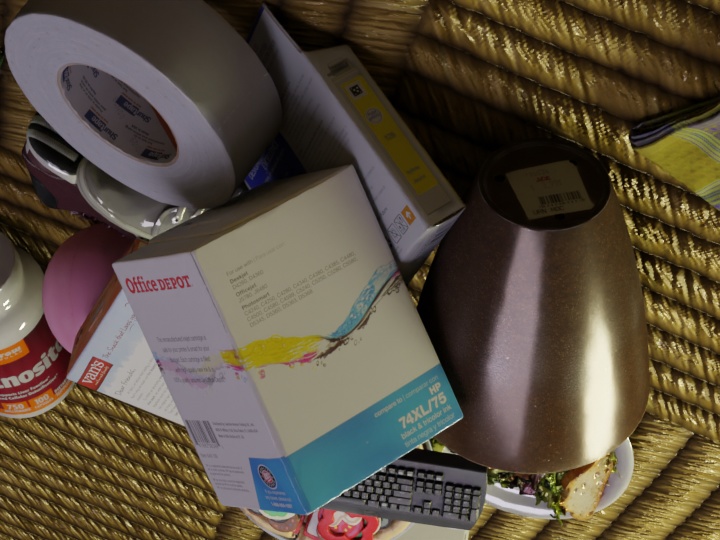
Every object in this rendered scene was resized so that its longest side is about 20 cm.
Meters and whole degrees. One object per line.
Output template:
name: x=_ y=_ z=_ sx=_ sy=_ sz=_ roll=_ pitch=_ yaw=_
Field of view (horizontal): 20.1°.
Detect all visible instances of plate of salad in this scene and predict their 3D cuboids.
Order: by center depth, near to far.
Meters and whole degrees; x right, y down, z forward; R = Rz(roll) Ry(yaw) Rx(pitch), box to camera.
plate of salad: x=0.141 y=0.159 z=1.791 sx=0.199 sy=0.048 sz=0.201 roll=13 pitch=137 yaw=13

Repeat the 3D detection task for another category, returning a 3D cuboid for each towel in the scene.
towel: x=0.287 y=-0.056 z=1.362 sx=0.200 sy=0.023 sz=0.143 roll=36 pitch=149 yaw=-24

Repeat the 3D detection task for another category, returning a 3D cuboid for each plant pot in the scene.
plant pot: x=0.126 y=0.010 z=1.459 sx=0.186 sy=0.187 sz=0.201 roll=15 pitch=138 yaw=13

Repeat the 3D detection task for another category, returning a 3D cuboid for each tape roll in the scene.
tape roll: x=-0.157 y=-0.134 z=1.460 sx=0.200 sy=0.066 sz=0.201 roll=29 pitch=155 yaw=15

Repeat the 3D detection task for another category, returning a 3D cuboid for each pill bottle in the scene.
pill bottle: x=-0.338 y=0.047 z=1.907 sx=0.112 sy=0.113 sz=0.200 roll=13 pitch=152 yaw=16

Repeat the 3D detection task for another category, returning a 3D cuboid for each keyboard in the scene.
keyboard: x=0.013 y=0.167 z=1.783 sx=0.199 sy=0.021 sz=0.128 roll=7 pitch=120 yaw=5

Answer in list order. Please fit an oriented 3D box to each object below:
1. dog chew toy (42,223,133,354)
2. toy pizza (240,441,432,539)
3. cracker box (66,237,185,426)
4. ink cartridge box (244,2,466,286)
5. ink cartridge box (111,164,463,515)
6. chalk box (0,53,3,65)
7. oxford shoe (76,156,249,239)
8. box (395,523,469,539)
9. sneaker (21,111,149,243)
dog chew toy: x=-0.172 y=0.018 z=1.735 sx=0.199 sy=0.125 sz=0.125 roll=-5 pitch=144 yaw=28
toy pizza: x=-0.032 y=0.178 z=1.827 sx=0.199 sy=0.032 sz=0.201 roll=4 pitch=120 yaw=7
cracker box: x=-0.122 y=0.068 z=1.658 sx=0.199 sy=0.058 sz=0.134 roll=23 pitch=135 yaw=-16
ink cartridge box: x=-0.023 y=-0.075 z=1.484 sx=0.201 sy=0.047 sz=0.198 roll=57 pitch=154 yaw=12
ink cartridge box: x=-0.054 y=0.049 z=1.448 sx=0.146 sy=0.146 sz=0.201 roll=-6 pitch=111 yaw=61
chalk box: x=-0.365 y=-0.128 z=1.602 sx=0.123 sy=0.125 sz=0.200 roll=28 pitch=154 yaw=-10
oxford shoe: x=-0.123 y=-0.052 z=1.578 sx=0.199 sy=0.076 sz=0.058 roll=22 pitch=156 yaw=-19
box: x=0.009 y=0.200 z=1.918 sx=0.199 sy=0.096 sz=0.078 roll=8 pitch=154 yaw=4
sneaker: x=-0.194 y=-0.059 z=1.673 sx=0.200 sy=0.076 sz=0.115 roll=38 pitch=157 yaw=-11
